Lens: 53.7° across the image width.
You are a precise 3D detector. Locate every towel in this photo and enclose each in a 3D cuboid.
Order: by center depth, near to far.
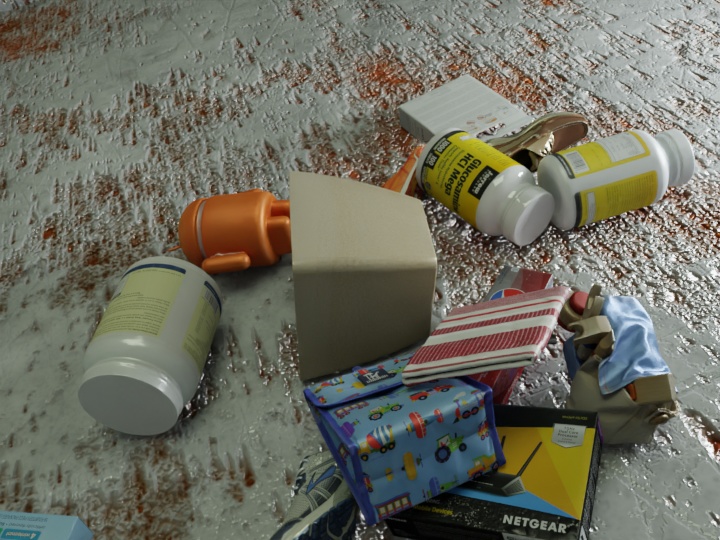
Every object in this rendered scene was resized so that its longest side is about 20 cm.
[{"bbox_3d":[0.138,0.068,0.755,0.143,0.023,0.200,-15,10,28],"label":"towel"}]

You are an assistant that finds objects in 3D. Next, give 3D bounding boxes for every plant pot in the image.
[{"bbox_3d":[0.000,0.000,0.931,0.176,0.201,0.200,-4,41,-4],"label":"plant pot"}]

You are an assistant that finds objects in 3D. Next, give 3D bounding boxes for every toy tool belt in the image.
[{"bbox_3d":[0.279,0.080,0.778,0.124,0.123,0.201,2,50,-12],"label":"toy tool belt"}]

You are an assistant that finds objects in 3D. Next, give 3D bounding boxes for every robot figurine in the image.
[{"bbox_3d":[-0.194,-0.062,1.102,0.199,0.117,0.145,-4,82,11],"label":"robot figurine"}]

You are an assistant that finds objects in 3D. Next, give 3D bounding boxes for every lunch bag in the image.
[{"bbox_3d":[0.034,0.150,0.755,0.150,0.095,0.200,-19,21,-15],"label":"lunch bag"}]

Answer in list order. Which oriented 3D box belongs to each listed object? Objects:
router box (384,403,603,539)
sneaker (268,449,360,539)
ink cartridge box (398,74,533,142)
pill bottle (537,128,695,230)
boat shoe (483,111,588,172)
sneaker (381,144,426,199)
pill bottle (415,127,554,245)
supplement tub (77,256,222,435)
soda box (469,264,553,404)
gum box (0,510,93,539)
[{"bbox_3d":[0.137,0.210,0.732,0.199,0.051,0.149,-2,41,29],"label":"router box"},{"bbox_3d":[-0.040,0.244,0.760,0.085,0.077,0.200,18,41,37],"label":"sneaker"},{"bbox_3d":[0.187,-0.268,1.280,0.160,0.047,0.200,-27,48,-15],"label":"ink cartridge box"},{"bbox_3d":[0.367,-0.137,1.026,0.199,0.112,0.112,-16,41,-3],"label":"pill bottle"},{"bbox_3d":[0.278,-0.189,1.146,0.199,0.076,0.072,-24,45,3],"label":"boat shoe"},{"bbox_3d":[0.070,-0.142,1.151,0.077,0.073,0.200,-4,36,33],"label":"sneaker"},{"bbox_3d":[0.184,-0.123,1.056,0.112,0.113,0.200,-33,50,-20],"label":"pill bottle"},{"bbox_3d":[-0.270,0.096,0.927,0.144,0.145,0.201,-4,42,11],"label":"supplement tub"},{"bbox_3d":[0.173,0.084,0.874,0.070,0.064,0.200,14,49,31],"label":"soda box"},{"bbox_3d":[-0.406,0.357,0.753,0.169,0.045,0.201,-1,44,15],"label":"gum box"}]
